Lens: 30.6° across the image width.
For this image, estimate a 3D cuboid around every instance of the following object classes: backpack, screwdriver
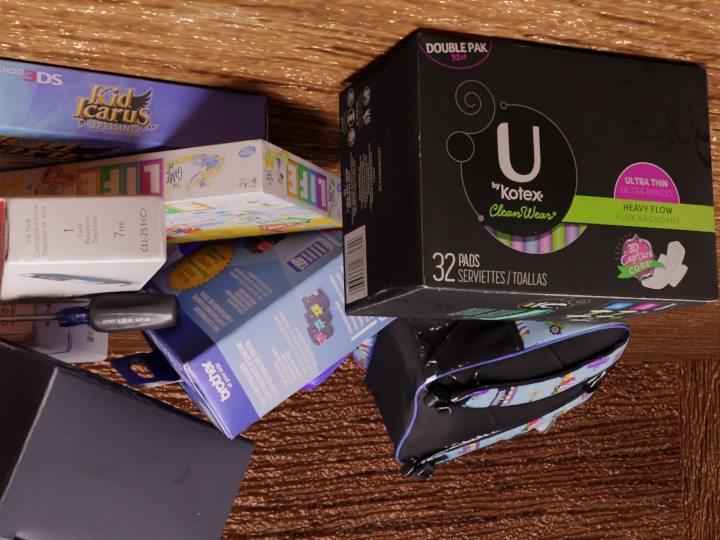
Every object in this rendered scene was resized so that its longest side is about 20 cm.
[{"bbox_3d":[0.111,0.062,1.083,0.199,0.135,0.183,-16,153,-15],"label":"backpack"},{"bbox_3d":[-0.220,0.034,0.889,0.198,0.028,0.029,-5,144,4],"label":"screwdriver"}]

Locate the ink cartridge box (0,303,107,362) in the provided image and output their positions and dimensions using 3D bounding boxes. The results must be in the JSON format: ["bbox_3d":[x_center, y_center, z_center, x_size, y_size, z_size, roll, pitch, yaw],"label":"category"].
[{"bbox_3d":[-0.280,0.000,1.124,0.084,0.147,0.200,0,172,4],"label":"ink cartridge box"}]

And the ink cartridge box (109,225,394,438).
[{"bbox_3d":[-0.079,0.030,0.938,0.200,0.077,0.136,-37,-148,-13],"label":"ink cartridge box"}]

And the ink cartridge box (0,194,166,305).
[{"bbox_3d":[-0.223,-0.011,0.834,0.175,0.045,0.200,0,172,-16],"label":"ink cartridge box"}]

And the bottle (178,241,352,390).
[{"bbox_3d":[-0.085,0.001,1.049,0.084,0.200,0.065,-44,-169,-19],"label":"bottle"}]

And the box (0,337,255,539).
[{"bbox_3d":[-0.219,0.126,0.943,0.199,0.118,0.196,15,170,42],"label":"box"}]

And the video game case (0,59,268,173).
[{"bbox_3d":[-0.189,-0.087,0.879,0.199,0.046,0.181,4,170,-30],"label":"video game case"}]

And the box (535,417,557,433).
[{"bbox_3d":[0.113,0.049,1.268,0.200,0.050,0.199,37,-162,-2],"label":"box"}]

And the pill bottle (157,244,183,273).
[{"bbox_3d":[-0.161,-0.013,1.185,0.108,0.110,0.200,0,173,-10],"label":"pill bottle"}]

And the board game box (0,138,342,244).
[{"bbox_3d":[-0.125,-0.047,0.879,0.199,0.035,0.134,-5,171,22],"label":"board game box"}]

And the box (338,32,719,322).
[{"bbox_3d":[0.100,-0.048,0.806,0.199,0.150,0.124,2,171,-22],"label":"box"}]
